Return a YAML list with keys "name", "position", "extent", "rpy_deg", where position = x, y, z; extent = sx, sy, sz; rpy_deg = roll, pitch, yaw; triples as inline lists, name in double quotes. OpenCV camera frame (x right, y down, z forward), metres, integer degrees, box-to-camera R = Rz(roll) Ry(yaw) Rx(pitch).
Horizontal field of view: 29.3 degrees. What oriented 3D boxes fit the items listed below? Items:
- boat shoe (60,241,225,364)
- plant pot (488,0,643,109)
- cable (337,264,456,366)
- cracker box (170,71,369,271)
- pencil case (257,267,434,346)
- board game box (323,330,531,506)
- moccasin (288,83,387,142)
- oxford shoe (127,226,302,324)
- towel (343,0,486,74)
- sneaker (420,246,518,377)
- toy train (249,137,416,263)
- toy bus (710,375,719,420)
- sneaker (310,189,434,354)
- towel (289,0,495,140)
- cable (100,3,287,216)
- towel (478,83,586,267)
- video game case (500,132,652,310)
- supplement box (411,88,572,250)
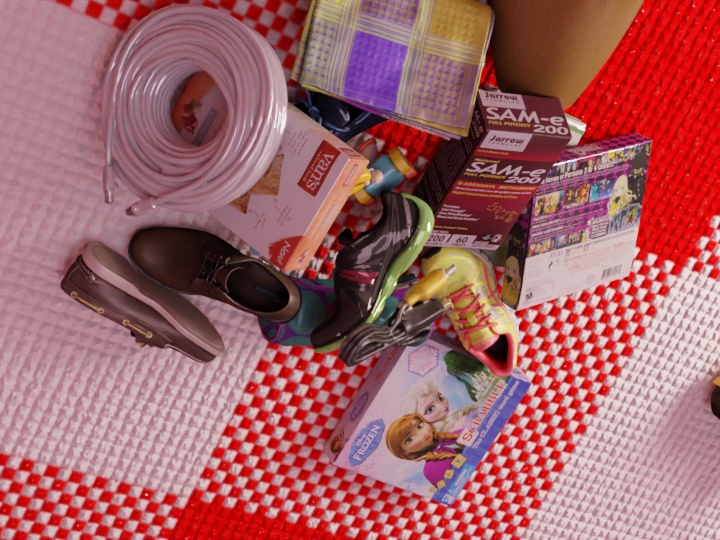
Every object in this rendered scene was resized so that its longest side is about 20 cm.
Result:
- name: "boat shoe"
  position: [-0.236, 0.047, 1.505]
  extent: [0.199, 0.072, 0.060]
  rpy_deg: [37, 105, -29]
- name: "plant pot"
  position: [0.211, -0.277, 1.464]
  extent: [0.184, 0.187, 0.202]
  rpy_deg: [-6, 132, -19]
- name: "cable"
  position: [0.030, 0.059, 1.493]
  extent: [0.199, 0.050, 0.098]
  rpy_deg: [-25, 156, -42]
- name: "cracker box"
  position: [-0.107, -0.111, 1.402]
  extent: [0.135, 0.199, 0.058]
  rpy_deg: [-58, 162, 14]
- name: "pencil case"
  position: [-0.018, 0.043, 1.583]
  extent: [0.197, 0.086, 0.093]
  rpy_deg: [1, 131, -23]
- name: "board game box"
  position: [0.085, 0.182, 1.726]
  extent: [0.198, 0.041, 0.202]
  rpy_deg: [23, 106, -30]
- name: "moccasin"
  position: [-0.033, -0.175, 1.462]
  extent: [0.199, 0.081, 0.068]
  rpy_deg: [-33, 161, -16]
- name: "oxford shoe"
  position: [-0.156, -0.003, 1.472]
  extent: [0.197, 0.084, 0.074]
  rpy_deg: [17, 85, 1]
- name: "towel"
  position: [0.050, -0.295, 1.419]
  extent: [0.169, 0.048, 0.203]
  rpy_deg: [-2, 96, -23]
- name: "sneaker"
  position: [0.138, 0.049, 1.638]
  extent: [0.077, 0.091, 0.200]
  rpy_deg: [-27, 125, 20]
- name: "toy train"
  position: [-0.033, -0.084, 1.494]
  extent: [0.199, 0.056, 0.150]
  rpy_deg: [-22, 164, -41]
- name: "toy bus"
  position: [0.601, 0.182, 1.901]
  extent: [0.192, 0.135, 0.201]
  rpy_deg: [-43, 128, -15]
- name: "sneaker"
  position: [0.000, 0.000, 1.500]
  extent: [0.083, 0.077, 0.201]
  rpy_deg: [33, 90, -8]
- name: "towel"
  position: [0.038, -0.226, 1.387]
  extent: [0.197, 0.023, 0.146]
  rpy_deg: [16, 91, -21]
- name: "cable"
  position: [-0.164, -0.158, 1.358]
  extent: [0.197, 0.069, 0.203]
  rpy_deg: [-5, 89, 21]
- name: "towel"
  position: [0.162, -0.107, 1.615]
  extent: [0.151, 0.023, 0.202]
  rpy_deg: [16, 111, -28]
- name: "video game case"
  position: [0.257, -0.059, 1.637]
  extent: [0.198, 0.036, 0.184]
  rpy_deg: [-16, 122, -34]
- name: "supplement box"
  position: [0.137, -0.106, 1.507]
  extent: [0.107, 0.062, 0.201]
  rpy_deg: [2, 143, -23]
